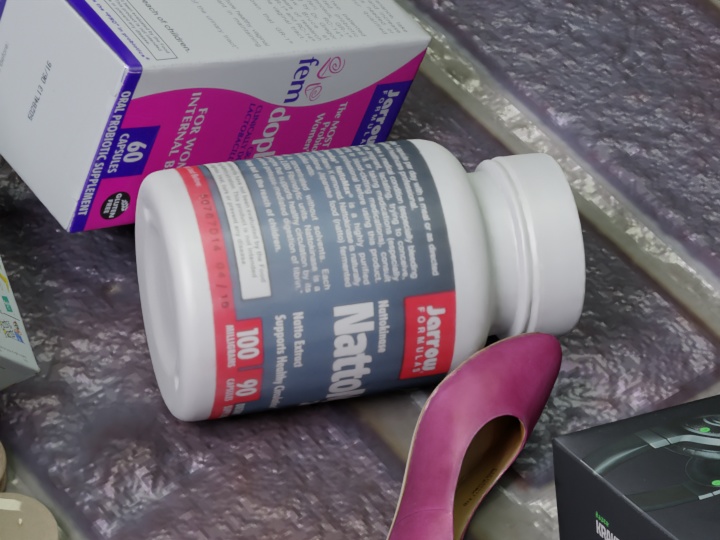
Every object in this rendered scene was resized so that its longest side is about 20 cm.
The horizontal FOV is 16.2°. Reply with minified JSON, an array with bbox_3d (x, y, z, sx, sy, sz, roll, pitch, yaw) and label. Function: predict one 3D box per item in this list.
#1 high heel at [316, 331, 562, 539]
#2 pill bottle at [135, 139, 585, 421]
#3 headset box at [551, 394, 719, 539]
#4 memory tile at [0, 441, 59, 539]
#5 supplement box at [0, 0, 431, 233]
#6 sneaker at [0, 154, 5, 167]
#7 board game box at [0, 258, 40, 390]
[{"bbox_3d":[0.053,0.111,1.139,0.096,0.068,0.200,27,54,31],"label":"high heel"},{"bbox_3d":[0.000,0.000,1.207,0.199,0.120,0.120,-8,48,-13],"label":"pill bottle"},{"bbox_3d":[0.196,0.122,1.089,0.199,0.093,0.174,-13,21,-19],"label":"headset box"},{"bbox_3d":[-0.221,0.152,1.111,0.199,0.017,0.153,-26,55,-26],"label":"memory tile"},{"bbox_3d":[-0.079,-0.099,1.266,0.199,0.102,0.103,-12,47,-42],"label":"supplement box"},{"bbox_3d":[-0.266,-0.072,1.289,0.199,0.078,0.099,22,24,21],"label":"sneaker"},{"bbox_3d":[-0.240,-0.032,1.153,0.103,0.105,0.201,-24,73,10],"label":"board game box"}]
